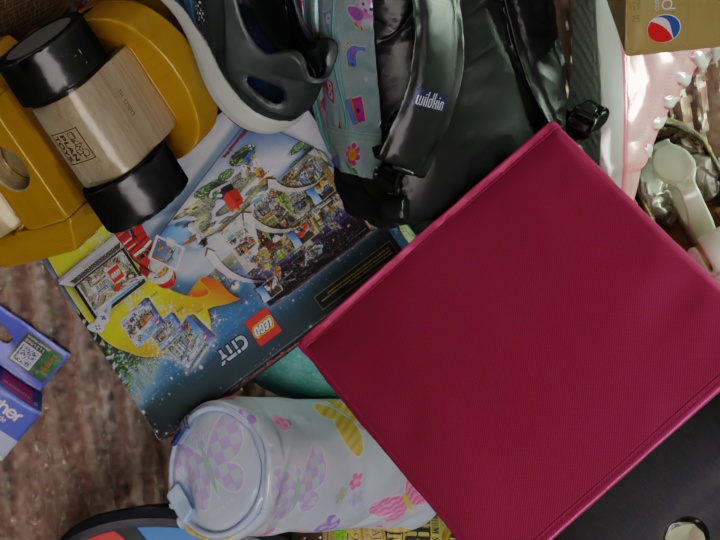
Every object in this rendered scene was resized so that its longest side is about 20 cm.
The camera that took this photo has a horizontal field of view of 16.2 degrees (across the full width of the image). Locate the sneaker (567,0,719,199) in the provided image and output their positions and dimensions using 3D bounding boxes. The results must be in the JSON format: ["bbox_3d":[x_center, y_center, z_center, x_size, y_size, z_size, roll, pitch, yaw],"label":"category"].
[{"bbox_3d":[0.181,-0.118,1.546,0.104,0.075,0.201,5,80,-14],"label":"sneaker"}]

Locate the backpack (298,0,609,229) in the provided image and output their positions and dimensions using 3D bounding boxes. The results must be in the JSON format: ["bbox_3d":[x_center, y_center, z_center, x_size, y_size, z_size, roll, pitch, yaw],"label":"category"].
[{"bbox_3d":[0.037,-0.138,1.436,0.166,0.126,0.201,-19,106,-35],"label":"backpack"}]

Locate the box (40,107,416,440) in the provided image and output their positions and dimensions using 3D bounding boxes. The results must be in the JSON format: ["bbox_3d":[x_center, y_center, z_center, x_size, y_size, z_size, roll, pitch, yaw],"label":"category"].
[{"bbox_3d":[-0.079,-0.010,1.524,0.200,0.038,0.137,-36,84,19],"label":"box"}]

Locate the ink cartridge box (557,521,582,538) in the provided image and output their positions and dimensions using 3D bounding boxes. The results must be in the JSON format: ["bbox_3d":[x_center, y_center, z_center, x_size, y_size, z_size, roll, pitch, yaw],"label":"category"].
[{"bbox_3d":[0.199,0.091,1.547,0.199,0.120,0.042,-18,142,2],"label":"ink cartridge box"}]

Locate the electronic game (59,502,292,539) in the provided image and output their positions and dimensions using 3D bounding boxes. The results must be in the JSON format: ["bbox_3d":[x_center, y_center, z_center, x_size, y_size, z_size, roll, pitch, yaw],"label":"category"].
[{"bbox_3d":[-0.105,0.213,1.646,0.199,0.042,0.200,7,142,6],"label":"electronic game"}]

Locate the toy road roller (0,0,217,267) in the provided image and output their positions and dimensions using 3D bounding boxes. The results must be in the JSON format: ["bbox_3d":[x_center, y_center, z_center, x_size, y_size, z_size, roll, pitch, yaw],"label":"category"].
[{"bbox_3d":[-0.165,-0.098,1.501,0.200,0.146,0.123,-14,116,45],"label":"toy road roller"}]

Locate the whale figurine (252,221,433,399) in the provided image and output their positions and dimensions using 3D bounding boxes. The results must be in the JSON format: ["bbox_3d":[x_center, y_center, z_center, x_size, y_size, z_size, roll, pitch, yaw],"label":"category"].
[{"bbox_3d":[0.000,0.000,1.586,0.200,0.104,0.159,-33,110,5],"label":"whale figurine"}]

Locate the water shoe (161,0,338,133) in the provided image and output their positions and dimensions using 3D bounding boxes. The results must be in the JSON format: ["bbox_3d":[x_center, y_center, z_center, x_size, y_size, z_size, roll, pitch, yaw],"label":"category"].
[{"bbox_3d":[-0.077,-0.175,1.421,0.200,0.071,0.079,56,136,9],"label":"water shoe"}]

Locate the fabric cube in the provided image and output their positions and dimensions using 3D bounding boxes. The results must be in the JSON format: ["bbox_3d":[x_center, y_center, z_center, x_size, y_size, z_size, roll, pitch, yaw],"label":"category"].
[{"bbox_3d":[0.123,0.082,1.415,0.196,0.199,0.200,-42,144,-2],"label":"fabric cube"}]

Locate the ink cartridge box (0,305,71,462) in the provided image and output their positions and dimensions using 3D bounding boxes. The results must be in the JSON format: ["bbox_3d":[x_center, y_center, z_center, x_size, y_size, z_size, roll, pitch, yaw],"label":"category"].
[{"bbox_3d":[-0.292,0.101,1.632,0.119,0.042,0.200,37,102,-17],"label":"ink cartridge box"}]

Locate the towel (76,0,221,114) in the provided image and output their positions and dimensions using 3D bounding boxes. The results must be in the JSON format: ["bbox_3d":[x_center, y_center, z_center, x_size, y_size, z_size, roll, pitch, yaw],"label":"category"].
[{"bbox_3d":[-0.087,-0.164,1.530,0.144,0.023,0.200,26,123,-12],"label":"towel"}]

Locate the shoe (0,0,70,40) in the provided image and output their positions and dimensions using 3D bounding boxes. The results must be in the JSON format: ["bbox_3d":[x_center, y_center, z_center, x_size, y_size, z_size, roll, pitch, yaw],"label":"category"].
[{"bbox_3d":[-0.266,-0.145,1.539,0.199,0.054,0.070,-26,143,9],"label":"shoe"}]

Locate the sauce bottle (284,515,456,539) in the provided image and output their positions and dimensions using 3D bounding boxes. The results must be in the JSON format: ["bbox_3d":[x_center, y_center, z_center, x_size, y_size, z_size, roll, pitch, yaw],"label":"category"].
[{"bbox_3d":[0.049,0.185,1.683,0.199,0.065,0.065,2,111,-7],"label":"sauce bottle"}]

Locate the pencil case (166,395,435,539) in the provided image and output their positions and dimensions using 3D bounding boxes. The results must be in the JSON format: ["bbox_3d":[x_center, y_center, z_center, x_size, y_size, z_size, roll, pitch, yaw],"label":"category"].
[{"bbox_3d":[-0.029,0.125,1.568,0.200,0.083,0.091,3,125,-51],"label":"pencil case"}]

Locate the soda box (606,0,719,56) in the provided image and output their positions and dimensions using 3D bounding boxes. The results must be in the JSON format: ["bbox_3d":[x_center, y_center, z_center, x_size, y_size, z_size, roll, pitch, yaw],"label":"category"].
[{"bbox_3d":[0.166,-0.207,1.467,0.064,0.200,0.068,-7,128,-3],"label":"soda box"}]

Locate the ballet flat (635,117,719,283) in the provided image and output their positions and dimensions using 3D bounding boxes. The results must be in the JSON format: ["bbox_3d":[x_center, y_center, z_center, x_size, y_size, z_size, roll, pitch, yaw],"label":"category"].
[{"bbox_3d":[0.212,-0.018,1.548,0.070,0.200,0.071,-12,138,-11],"label":"ballet flat"}]

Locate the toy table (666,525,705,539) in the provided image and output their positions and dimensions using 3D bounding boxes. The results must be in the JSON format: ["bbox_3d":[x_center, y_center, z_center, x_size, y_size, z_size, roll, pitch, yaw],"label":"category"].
[{"bbox_3d":[0.229,0.155,1.626,0.199,0.117,0.184,3,135,-19],"label":"toy table"}]
